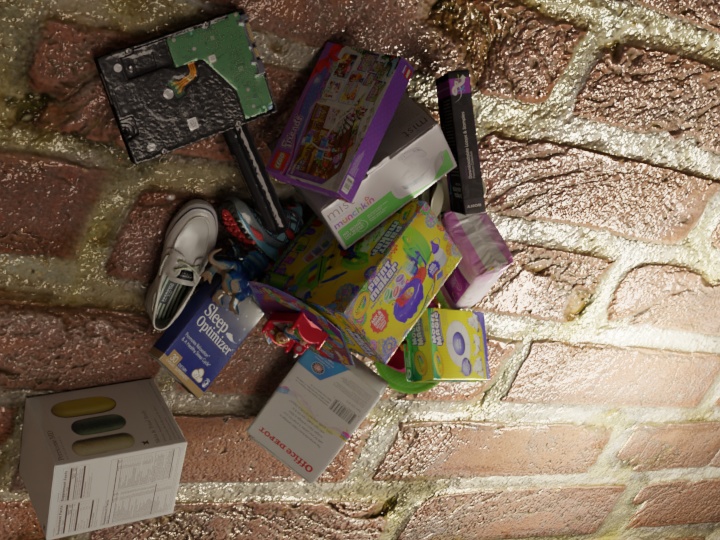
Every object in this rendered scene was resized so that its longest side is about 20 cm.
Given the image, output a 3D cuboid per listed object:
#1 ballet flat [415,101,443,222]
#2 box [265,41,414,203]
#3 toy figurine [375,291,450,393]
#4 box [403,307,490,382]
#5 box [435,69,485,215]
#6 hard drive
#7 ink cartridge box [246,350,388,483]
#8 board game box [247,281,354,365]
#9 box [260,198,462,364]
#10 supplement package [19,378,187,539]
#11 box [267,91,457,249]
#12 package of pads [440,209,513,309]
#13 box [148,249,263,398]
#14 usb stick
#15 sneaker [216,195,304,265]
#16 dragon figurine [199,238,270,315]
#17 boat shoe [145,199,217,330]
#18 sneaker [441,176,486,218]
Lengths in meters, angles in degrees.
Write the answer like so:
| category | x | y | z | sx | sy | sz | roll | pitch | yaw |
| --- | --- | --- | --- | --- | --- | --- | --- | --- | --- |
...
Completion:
| category | x | y | z | sx | sy | sz | roll | pitch | yaw |
| --- | --- | --- | --- | --- | --- | --- | --- | --- | --- |
| ballet flat | 0.101 | -0.150 | 1.688 | 0.067 | 0.062 | 0.202 | -8 | 101 | -38 |
| box | -0.028 | -0.199 | 1.508 | 0.039 | 0.136 | 0.201 | 35 | 79 | -52 |
| toy figurine | 0.067 | 0.084 | 1.849 | 0.201 | 0.150 | 0.184 | -63 | 149 | -7 |
| box | 0.134 | 0.120 | 1.820 | 0.048 | 0.118 | 0.199 | -12 | 169 | 38 |
| box | 0.143 | -0.181 | 1.629 | 0.036 | 0.143 | 0.202 | -6 | 96 | -3 |
| hard drive | -0.217 | -0.233 | 1.429 | 0.199 | 0.038 | 0.141 | -24 | 109 | -16 |
| ink cartridge box | -0.071 | 0.228 | 1.879 | 0.200 | 0.144 | 0.085 | -53 | 177 | 14 |
| board game box | -0.092 | 0.092 | 1.606 | 0.039 | 0.157 | 0.200 | -56 | 159 | -18 |
| box | 0.000 | 0.000 | 1.616 | 0.200 | 0.192 | 0.122 | -52 | 129 | -19 |
| supplement package | -0.387 | 0.278 | 1.697 | 0.199 | 0.152 | 0.151 | -6 | 128 | -31 |
| box | 0.001 | -0.161 | 1.583 | 0.200 | 0.177 | 0.097 | -37 | 138 | -4 |
| package of pads | 0.168 | -0.021 | 1.804 | 0.075 | 0.121 | 0.200 | -23 | 167 | -14 |
| box | -0.216 | 0.078 | 1.691 | 0.200 | 0.032 | 0.121 | -54 | 141 | -16 |
| usb stick | -0.149 | -0.140 | 1.539 | 0.033 | 0.055 | 0.201 | -33 | 118 | -21 |
| sneaker | -0.131 | -0.069 | 1.659 | 0.096 | 0.079 | 0.200 | -57 | 142 | -7 |
| dragon figurine | -0.172 | -0.006 | 1.616 | 0.100 | 0.059 | 0.201 | -53 | 150 | -24 |
| boat shoe | -0.249 | -0.002 | 1.610 | 0.073 | 0.067 | 0.201 | 11 | 120 | -22 |
| sneaker | 0.096 | -0.106 | 1.783 | 0.198 | 0.076 | 0.085 | -4 | 160 | -16 |
